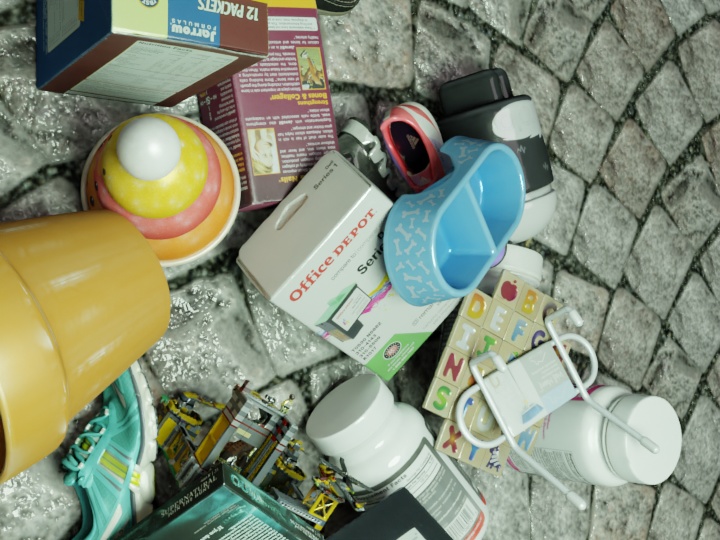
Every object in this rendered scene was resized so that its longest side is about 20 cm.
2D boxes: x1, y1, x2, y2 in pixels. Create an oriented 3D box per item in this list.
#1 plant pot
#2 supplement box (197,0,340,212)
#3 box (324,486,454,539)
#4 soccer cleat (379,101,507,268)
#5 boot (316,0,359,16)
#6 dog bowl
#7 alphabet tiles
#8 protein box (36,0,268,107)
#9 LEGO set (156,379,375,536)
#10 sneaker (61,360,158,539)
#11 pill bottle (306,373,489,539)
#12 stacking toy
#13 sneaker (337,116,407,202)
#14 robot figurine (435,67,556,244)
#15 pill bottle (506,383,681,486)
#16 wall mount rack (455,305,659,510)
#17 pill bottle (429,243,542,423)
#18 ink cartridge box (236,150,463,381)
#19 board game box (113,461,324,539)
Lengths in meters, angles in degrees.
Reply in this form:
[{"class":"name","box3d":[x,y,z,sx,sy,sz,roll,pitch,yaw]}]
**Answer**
[{"class":"plant pot","box3d":[-0.261,0.039,0.750,0.183,0.200,0.201,-31,104,-44]},{"class":"supplement box","box3d":[-0.095,-0.163,0.936,0.110,0.086,0.201,-10,92,-34]},{"class":"box","box3d":[0.034,0.336,0.896,0.107,0.148,0.200,-26,145,-33]},{"class":"soccer cleat","box3d":[0.083,-0.083,0.983,0.200,0.068,0.073,59,25,-3]},{"class":"boot","box3d":[-0.050,-0.338,0.940,0.200,0.150,0.073,31,70,-29]},{"class":"dog bowl","box3d":[0.097,-0.050,0.896,0.200,0.049,0.112,-50,126,-36]},{"class":"alphabet tiles","box3d":[0.148,0.109,0.988,0.166,0.006,0.201,29,78,-32]},{"class":"protein box","box3d":[-0.186,-0.265,0.810,0.135,0.200,0.199,1,86,-35]},{"class":"LEGO set","box3d":[-0.088,0.160,0.873,0.200,0.154,0.116,35,90,-20]},{"class":"sneaker","box3d":[-0.224,0.165,0.833,0.079,0.077,0.201,3,85,-26]},{"class":"pill bottle","box3d":[0.038,0.212,0.983,0.116,0.116,0.200,-47,112,-28]},{"class":"stacking toy","box3d":[-0.173,-0.089,0.792,0.145,0.200,0.147,1,80,-8]},{"class":"sneaker","box3d":[0.014,-0.061,1.021,0.090,0.066,0.200,-41,111,-20]},{"class":"robot figurine","box3d":[0.152,-0.128,1.085,0.150,0.125,0.201,-20,98,-24]},{"class":"pill bottle","box3d":[0.260,0.188,1.087,0.113,0.200,0.114,3,85,-35]},{"class":"wall mount rack","box3d":[0.203,0.139,0.956,0.200,0.075,0.174,-25,84,-30]},{"class":"pill bottle","box3d":[0.148,0.076,1.070,0.113,0.114,0.201,17,78,-33]},{"class":"ink cartridge box","box3d":[0.000,0.000,0.930,0.145,0.084,0.200,-48,133,4]},{"class":"board game box","box3d":[-0.148,0.260,0.818,0.200,0.028,0.135,-36,123,14]}]
